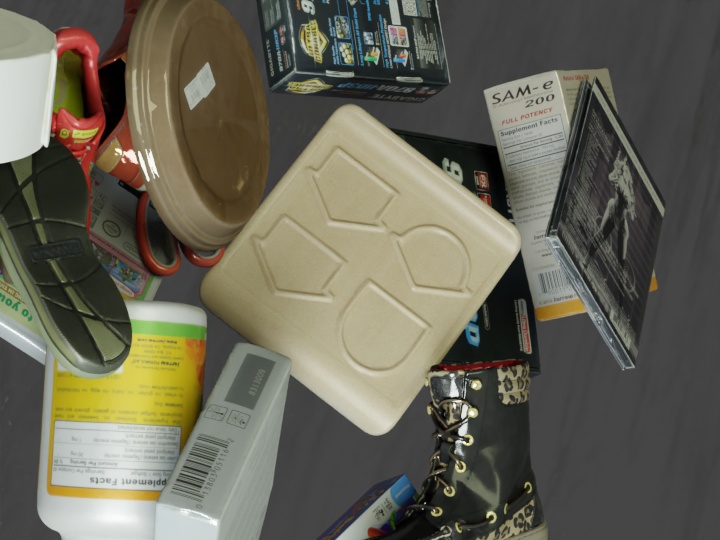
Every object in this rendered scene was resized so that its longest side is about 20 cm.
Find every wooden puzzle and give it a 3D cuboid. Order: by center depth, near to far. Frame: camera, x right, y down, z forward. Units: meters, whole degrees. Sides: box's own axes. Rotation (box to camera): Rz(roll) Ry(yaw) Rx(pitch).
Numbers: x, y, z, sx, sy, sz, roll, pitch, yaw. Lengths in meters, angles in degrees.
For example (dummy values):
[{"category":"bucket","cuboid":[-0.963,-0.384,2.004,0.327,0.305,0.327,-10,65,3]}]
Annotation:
[{"category":"wooden puzzle","cuboid":[0.000,0.000,1.444,0.185,0.046,0.201,37,75,3]}]

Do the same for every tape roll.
[{"category":"tape roll","cuboid":[-0.301,-0.131,1.220,0.201,0.202,0.072,-4,112,-36]}]

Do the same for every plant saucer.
[{"category":"plant saucer","cuboid":[-0.115,-0.115,1.369,0.200,0.029,0.203,-6,90,-68]}]

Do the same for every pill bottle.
[{"category":"pill bottle","cuboid":[-0.166,0.123,1.273,0.110,0.111,0.203,6,85,-33]}]

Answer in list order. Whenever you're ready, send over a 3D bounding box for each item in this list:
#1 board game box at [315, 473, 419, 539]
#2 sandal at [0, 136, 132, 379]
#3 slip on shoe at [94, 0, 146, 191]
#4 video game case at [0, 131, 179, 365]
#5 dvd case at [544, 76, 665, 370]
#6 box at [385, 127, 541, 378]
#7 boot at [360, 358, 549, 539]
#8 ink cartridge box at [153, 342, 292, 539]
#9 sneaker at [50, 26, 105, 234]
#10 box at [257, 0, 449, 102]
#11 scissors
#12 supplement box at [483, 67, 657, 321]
[{"category":"board game box","cuboid":[-0.001,0.268,1.390,0.200,0.045,0.135,-39,98,-38]},{"category":"sandal","cuboid":[-0.212,-0.010,1.221,0.079,0.057,0.203,-2,58,-35]},{"category":"slip on shoe","cuboid":[-0.170,-0.154,1.393,0.061,0.074,0.202,17,57,-26]},{"category":"video game case","cuboid":[-0.232,-0.034,1.348,0.199,0.022,0.183,35,57,-22]},{"category":"dvd case","cuboid":[0.203,-0.041,1.514,0.149,0.016,0.201,55,36,-32]},{"category":"box","cuboid":[0.067,-0.010,1.534,0.158,0.046,0.202,7,69,-33]},{"category":"boot","cuboid":[0.064,0.149,1.379,0.198,0.073,0.153,-5,94,-40]},{"category":"ink cartridge box","cuboid":[-0.100,0.175,1.265,0.047,0.201,0.161,17,41,5]},{"category":"sneaker","cuboid":[-0.217,-0.081,1.307,0.076,0.085,0.202,9,69,-32]},{"category":"box","cuboid":[-0.013,-0.246,1.551,0.158,0.046,0.202,0,74,-35]},{"category":"scissors","cuboid":[-0.144,-0.093,1.409,0.072,0.014,0.202,1,74,-32]},{"category":"supplement box","cuboid":[0.181,-0.067,1.578,0.126,0.073,0.202,-11,88,-61]}]
